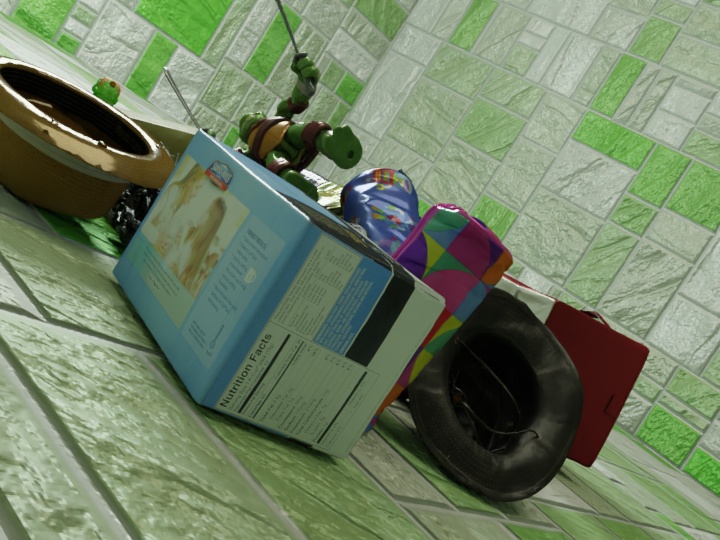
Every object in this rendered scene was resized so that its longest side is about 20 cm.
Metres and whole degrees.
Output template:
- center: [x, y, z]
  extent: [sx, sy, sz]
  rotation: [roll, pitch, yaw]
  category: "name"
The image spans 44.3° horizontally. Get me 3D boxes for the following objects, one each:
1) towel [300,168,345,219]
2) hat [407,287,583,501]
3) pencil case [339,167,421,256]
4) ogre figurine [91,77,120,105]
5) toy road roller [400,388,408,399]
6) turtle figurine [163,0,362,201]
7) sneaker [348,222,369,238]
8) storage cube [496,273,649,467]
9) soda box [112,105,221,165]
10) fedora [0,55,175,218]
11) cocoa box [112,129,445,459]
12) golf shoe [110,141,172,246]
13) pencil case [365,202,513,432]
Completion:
- center: [-0.088, -0.090, 1.012]
  extent: [0.142, 0.023, 0.199]
  rotation: [-17, 30, -32]
  category: "towel"
- center: [0.111, 0.121, 0.827]
  extent: [0.199, 0.202, 0.081]
  rotation: [32, -35, -11]
  category: "hat"
- center: [0.026, -0.019, 0.840]
  extent: [0.086, 0.079, 0.201]
  rotation: [16, 33, -15]
  category: "pencil case"
- center: [-0.330, -0.181, 1.076]
  extent: [0.200, 0.098, 0.119]
  rotation: [48, -21, -26]
  category: "ogre figurine"
- center: [0.129, 0.101, 0.979]
  extent: [0.122, 0.147, 0.200]
  rotation: [35, 5, 19]
  category: "toy road roller"
- center: [-0.099, -0.155, 0.906]
  extent: [0.142, 0.202, 0.194]
  rotation: [-20, 37, -27]
  category: "turtle figurine"
- center: [-0.053, -0.020, 0.778]
  extent: [0.087, 0.075, 0.200]
  rotation: [22, 1, -14]
  category: "sneaker"
- center: [0.234, 0.126, 1.171]
  extent: [0.178, 0.202, 0.171]
  rotation: [26, 4, -28]
  category: "storage cube"
- center: [-0.255, -0.138, 0.950]
  extent: [0.198, 0.065, 0.068]
  rotation: [10, 13, -33]
  category: "soda box"
- center: [-0.253, -0.102, 0.744]
  extent: [0.199, 0.082, 0.201]
  rotation: [31, 13, -8]
  category: "fedora"
- center: [-0.066, 0.011, 0.622]
  extent: [0.131, 0.134, 0.200]
  rotation: [29, 6, -38]
  category: "cocoa box"
- center: [-0.190, -0.055, 0.858]
  extent: [0.094, 0.078, 0.201]
  rotation: [42, 13, -29]
  category: "golf shoe"
- center: [0.033, 0.037, 0.710]
  extent: [0.088, 0.200, 0.088]
  rotation: [41, 2, -2]
  category: "pencil case"
